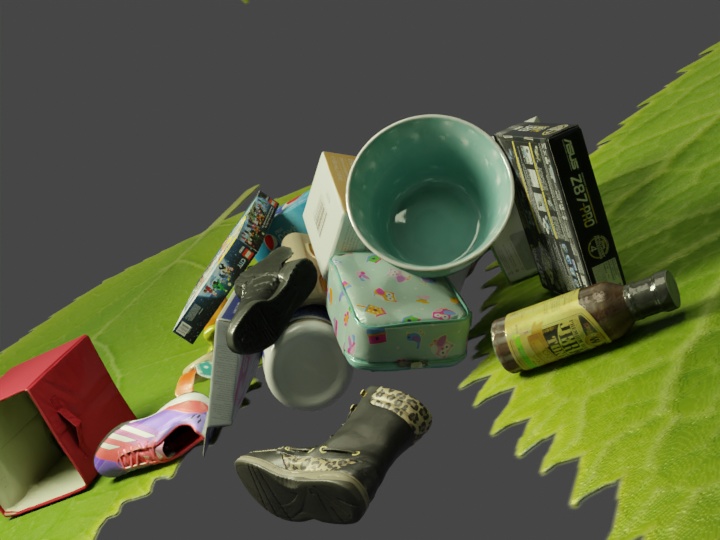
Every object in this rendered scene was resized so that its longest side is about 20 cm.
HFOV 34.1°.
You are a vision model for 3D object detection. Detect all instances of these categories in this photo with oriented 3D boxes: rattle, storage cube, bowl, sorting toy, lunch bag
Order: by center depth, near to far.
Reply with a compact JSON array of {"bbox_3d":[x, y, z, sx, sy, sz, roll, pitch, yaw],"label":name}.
[{"bbox_3d":[0.086,-0.072,1.408,0.199,0.202,0.105,-31,-24,-6],"label":"bowl"},{"bbox_3d":[0.047,0.049,1.418,0.157,0.078,0.201,0,28,-15],"label":"lunch bag"},{"bbox_3d":[0.000,0.000,1.588,0.196,0.037,0.186,5,28,-14],"label":"sorting toy"},{"bbox_3d":[-0.235,0.098,1.745,0.129,0.145,0.199,-16,3,34],"label":"rattle"},{"bbox_3d":[-0.469,0.231,1.759,0.198,0.173,0.180,-23,14,25],"label":"storage cube"}]

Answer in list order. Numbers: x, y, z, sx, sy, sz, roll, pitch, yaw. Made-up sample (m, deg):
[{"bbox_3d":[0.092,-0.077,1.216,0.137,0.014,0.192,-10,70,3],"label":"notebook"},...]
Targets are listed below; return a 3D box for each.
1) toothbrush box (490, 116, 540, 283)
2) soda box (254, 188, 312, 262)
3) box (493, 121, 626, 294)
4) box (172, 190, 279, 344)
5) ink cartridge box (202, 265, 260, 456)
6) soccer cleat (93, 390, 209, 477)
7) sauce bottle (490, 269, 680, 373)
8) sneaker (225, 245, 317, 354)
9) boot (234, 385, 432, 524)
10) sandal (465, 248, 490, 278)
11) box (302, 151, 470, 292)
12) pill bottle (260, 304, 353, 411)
[{"bbox_3d":[0.218,-0.098,1.572,0.085,0.147,0.200,-21,17,26],"label":"toothbrush box"},{"bbox_3d":[-0.093,-0.067,1.745,0.199,0.068,0.064,-24,17,50],"label":"soda box"},{"bbox_3d":[0.227,-0.066,1.340,0.048,0.203,0.161,-23,12,-12],"label":"box"},{"bbox_3d":[-0.195,-0.004,1.704,0.201,0.037,0.137,-52,11,32],"label":"box"},{"bbox_3d":[-0.165,0.122,1.594,0.042,0.204,0.197,9,22,4],"label":"ink cartridge box"},{"bbox_3d":[-0.288,0.239,1.607,0.198,0.068,0.074,-29,32,14],"label":"soccer cleat"},{"bbox_3d":[0.232,0.050,1.219,0.198,0.065,0.065,-24,15,29],"label":"sauce bottle"},{"bbox_3d":[-0.126,0.036,1.477,0.103,0.061,0.200,-3,34,44],"label":"sneaker"},{"bbox_3d":[-0.029,0.190,1.240,0.198,0.074,0.150,-6,29,49],"label":"boot"},{"bbox_3d":[0.143,-0.031,1.675,0.199,0.055,0.081,-39,17,-28],"label":"sandal"},{"bbox_3d":[0.040,-0.063,1.563,0.196,0.108,0.153,6,34,-20],"label":"box"},{"bbox_3d":[-0.076,0.101,1.542,0.114,0.117,0.200,-29,15,-1],"label":"pill bottle"}]
